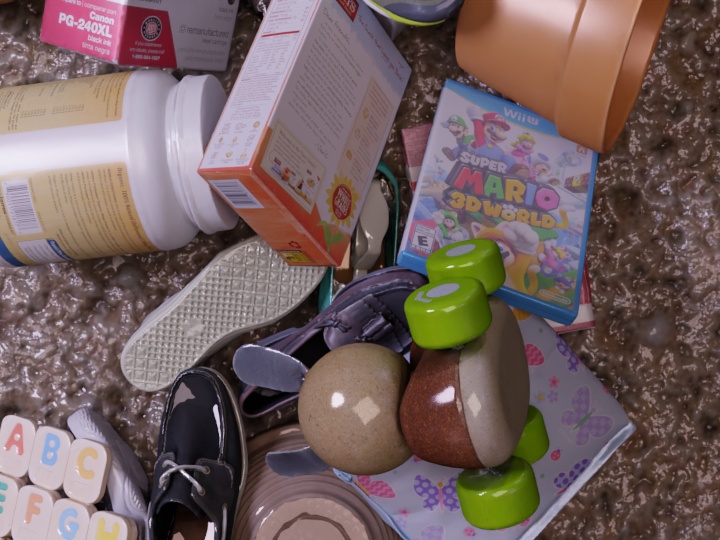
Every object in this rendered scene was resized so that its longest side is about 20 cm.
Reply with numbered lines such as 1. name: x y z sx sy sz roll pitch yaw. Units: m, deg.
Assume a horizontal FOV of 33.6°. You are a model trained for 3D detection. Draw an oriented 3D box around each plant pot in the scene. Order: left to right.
1. plant pot: -0.041 0.228 0.985 0.200 0.093 0.201 0 89 -1
2. plant pot: 0.165 -0.209 0.961 0.140 0.200 0.201 20 88 15

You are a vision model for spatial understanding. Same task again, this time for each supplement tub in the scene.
1. supplement tub: -0.206 -0.082 0.946 0.199 0.145 0.145 -6 89 8

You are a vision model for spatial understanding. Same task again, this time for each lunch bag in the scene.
1. lunch bag: 0.087 0.130 0.968 0.170 0.127 0.200 45 81 -12

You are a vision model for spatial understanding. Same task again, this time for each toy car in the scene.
1. toy car: 0.015 0.089 0.844 0.200 0.158 0.165 -11 106 17

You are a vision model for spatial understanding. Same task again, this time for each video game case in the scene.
1. video game case: 0.116 -0.060 0.954 0.143 0.018 0.200 19 51 -4

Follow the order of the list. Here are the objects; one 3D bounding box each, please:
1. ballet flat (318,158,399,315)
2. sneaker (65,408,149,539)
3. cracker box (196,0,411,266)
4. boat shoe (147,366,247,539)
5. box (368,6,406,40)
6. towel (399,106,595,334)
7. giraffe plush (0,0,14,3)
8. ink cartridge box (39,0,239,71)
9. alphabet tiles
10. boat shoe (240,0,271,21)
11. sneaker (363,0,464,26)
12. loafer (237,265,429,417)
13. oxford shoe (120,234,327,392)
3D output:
1. ballet flat: 0.000 0.000 1.001 0.067 0.070 0.201 1 89 -6
2. sneaker: -0.221 0.222 0.986 0.114 0.075 0.200 -27 90 -2
3. cracker box: -0.038 -0.121 0.938 0.058 0.134 0.200 2 59 35
4. boat shoe: -0.130 0.172 0.936 0.072 0.068 0.201 1 75 6
5. box: 0.061 -0.304 0.983 0.097 0.124 0.200 44 88 0
6. towel: 0.119 -0.037 1.032 0.144 0.023 0.201 -10 91 -4
7. giraffe plush: -0.313 -0.283 0.968 0.199 0.173 0.163 12 110 -12
8. ink cartridge box: -0.158 -0.265 0.931 0.083 0.145 0.200 20 106 26
9. alphabet tiles: -0.268 0.224 0.965 0.200 0.015 0.196 12 88 30
10. boat shoe: -0.076 -0.245 1.009 0.066 0.072 0.201 -2 89 8
11. sneaker: 0.000 -0.261 0.878 0.200 0.081 0.074 45 89 1
12. loafer: -0.020 0.066 0.960 0.200 0.063 0.072 -30 112 29
13. oxford shoe: -0.115 0.028 1.001 0.200 0.058 0.075 -36 99 2
